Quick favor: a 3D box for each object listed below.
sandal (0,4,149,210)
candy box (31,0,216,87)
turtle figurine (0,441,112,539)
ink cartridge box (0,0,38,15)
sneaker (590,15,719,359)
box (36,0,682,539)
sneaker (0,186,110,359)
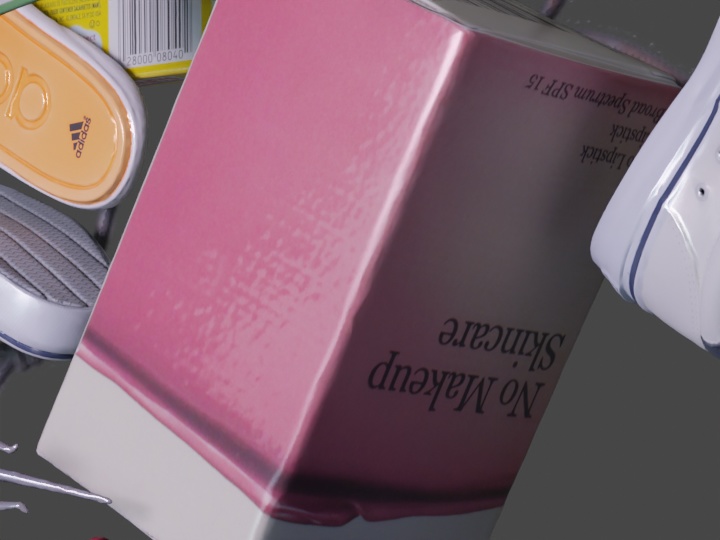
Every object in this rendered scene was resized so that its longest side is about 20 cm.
[{"bbox_3d":[-0.166,-0.085,1.160,0.206,0.059,0.080,28,106,38],"label":"sandal"},{"bbox_3d":[-0.111,-0.120,1.172,0.199,0.026,0.103,-3,82,40],"label":"candy box"},{"bbox_3d":[-0.157,0.136,0.997,0.199,0.101,0.150,-8,61,31],"label":"turtle figurine"},{"bbox_3d":[-0.073,-0.192,1.041,0.145,0.088,0.200,-16,30,38],"label":"ink cartridge box"},{"bbox_3d":[0.148,-0.060,0.923,0.071,0.073,0.201,41,119,27],"label":"sneaker"},{"bbox_3d":[0.000,0.000,0.994,0.109,0.128,0.201,31,104,37],"label":"box"},{"bbox_3d":[-0.161,0.003,1.169,0.200,0.073,0.071,31,113,48],"label":"sneaker"}]
